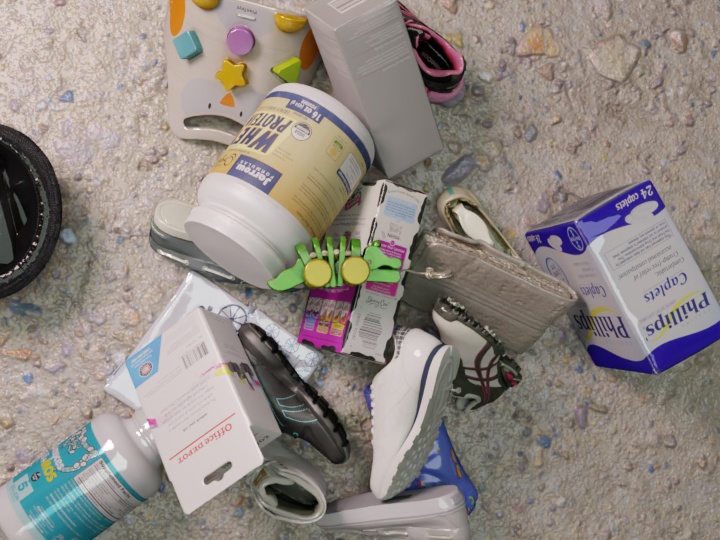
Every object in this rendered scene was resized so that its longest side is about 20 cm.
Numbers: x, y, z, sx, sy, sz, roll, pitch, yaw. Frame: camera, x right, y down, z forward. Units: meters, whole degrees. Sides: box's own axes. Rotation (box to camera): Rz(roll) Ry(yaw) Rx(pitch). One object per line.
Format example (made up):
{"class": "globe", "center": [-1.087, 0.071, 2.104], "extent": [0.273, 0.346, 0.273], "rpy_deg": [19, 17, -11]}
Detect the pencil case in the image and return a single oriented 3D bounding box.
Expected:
{"class": "pencil case", "center": [0.075, 0.212, 1.216], "extent": [0.087, 0.078, 0.200], "rpy_deg": [-21, 93, 17]}

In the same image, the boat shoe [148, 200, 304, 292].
{"class": "boat shoe", "center": [-0.158, -0.018, 1.211], "extent": [0.200, 0.073, 0.062], "rpy_deg": [23, 129, -13]}

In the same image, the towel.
{"class": "towel", "center": [0.141, 0.025, 1.212], "extent": [0.200, 0.133, 0.034], "rpy_deg": [25, 50, -8]}

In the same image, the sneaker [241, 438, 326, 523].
{"class": "sneaker", "center": [-0.121, 0.216, 1.154], "extent": [0.200, 0.116, 0.074], "rpy_deg": [32, 88, -6]}

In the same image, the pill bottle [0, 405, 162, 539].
{"class": "pill bottle", "center": [-0.305, 0.238, 1.150], "extent": [0.200, 0.111, 0.111], "rpy_deg": [-36, 93, -8]}

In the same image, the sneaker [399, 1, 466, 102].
{"class": "sneaker", "center": [0.049, -0.286, 1.217], "extent": [0.200, 0.095, 0.079], "rpy_deg": [36, 86, -4]}

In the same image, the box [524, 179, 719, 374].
{"class": "box", "center": [0.309, 0.011, 1.200], "extent": [0.105, 0.184, 0.200], "rpy_deg": [-30, 92, -8]}

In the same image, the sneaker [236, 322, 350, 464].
{"class": "sneaker", "center": [-0.092, 0.156, 1.189], "extent": [0.079, 0.075, 0.200], "rpy_deg": [-41, 88, 2]}

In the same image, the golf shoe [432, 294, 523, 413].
{"class": "golf shoe", "center": [0.124, 0.104, 1.181], "extent": [0.088, 0.077, 0.200], "rpy_deg": [-44, 137, -3]}

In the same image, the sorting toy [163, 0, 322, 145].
{"class": "sorting toy", "center": [-0.149, -0.232, 1.202], "extent": [0.200, 0.107, 0.180], "rpy_deg": [13, 106, -7]}

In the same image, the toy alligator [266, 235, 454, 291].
{"class": "toy alligator", "center": [-0.001, -0.011, 1.074], "extent": [0.200, 0.059, 0.054], "rpy_deg": [-4, 88, -6]}

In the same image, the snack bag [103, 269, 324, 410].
{"class": "snack bag", "center": [-0.175, 0.121, 1.215], "extent": [0.200, 0.021, 0.189], "rpy_deg": [37, 85, -5]}

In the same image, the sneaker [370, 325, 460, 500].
{"class": "sneaker", "center": [0.045, 0.163, 1.147], "extent": [0.080, 0.076, 0.200], "rpy_deg": [23, 100, 24]}

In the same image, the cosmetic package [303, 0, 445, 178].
{"class": "cosmetic package", "center": [0.017, -0.219, 1.163], "extent": [0.090, 0.107, 0.200], "rpy_deg": [-30, 127, -8]}

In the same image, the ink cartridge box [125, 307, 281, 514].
{"class": "ink cartridge box", "center": [-0.167, 0.157, 1.114], "extent": [0.115, 0.068, 0.200], "rpy_deg": [-36, 61, 14]}

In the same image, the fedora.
{"class": "fedora", "center": [-0.426, -0.065, 1.149], "extent": [0.200, 0.092, 0.201], "rpy_deg": [0, 89, -8]}

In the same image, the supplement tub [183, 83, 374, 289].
{"class": "supplement tub", "center": [-0.091, -0.094, 1.133], "extent": [0.144, 0.144, 0.200], "rpy_deg": [35, 71, -6]}

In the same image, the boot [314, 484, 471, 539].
{"class": "boot", "center": [0.037, 0.310, 1.175], "extent": [0.200, 0.074, 0.096], "rpy_deg": [-13, 92, 33]}

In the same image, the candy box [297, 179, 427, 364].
{"class": "candy box", "center": [0.000, 0.000, 1.176], "extent": [0.061, 0.136, 0.200], "rpy_deg": [16, 86, -25]}

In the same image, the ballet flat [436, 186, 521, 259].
{"class": "ballet flat", "center": [0.160, -0.016, 1.240], "extent": [0.069, 0.069, 0.200], "rpy_deg": [-37, 94, -7]}
